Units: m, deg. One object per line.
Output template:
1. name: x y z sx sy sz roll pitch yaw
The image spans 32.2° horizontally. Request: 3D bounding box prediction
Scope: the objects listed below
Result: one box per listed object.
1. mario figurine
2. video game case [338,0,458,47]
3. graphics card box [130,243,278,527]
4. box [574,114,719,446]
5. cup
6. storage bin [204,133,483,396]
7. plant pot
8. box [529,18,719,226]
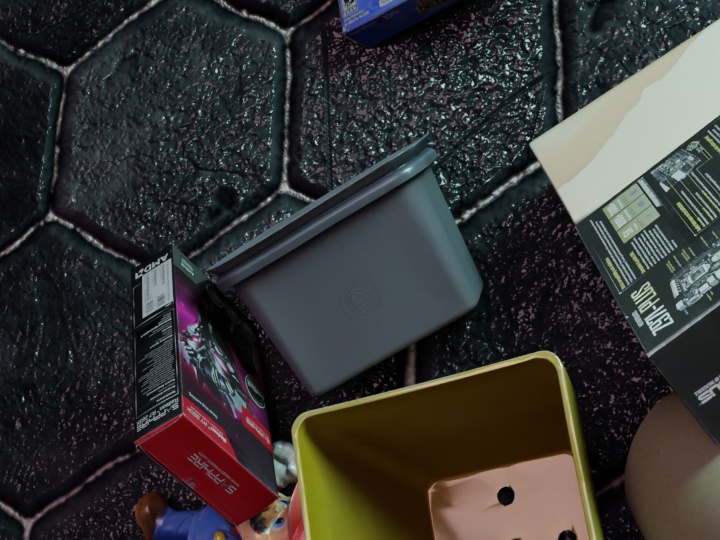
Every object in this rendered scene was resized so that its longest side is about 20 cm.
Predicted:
1. mario figurine: -0.106 0.200 1.013 0.198 0.106 0.125 -11 72 22
2. video game case: 0.057 -0.316 1.067 0.199 0.045 0.184 -21 68 36
3. graphics card box: -0.127 0.087 0.995 0.051 0.126 0.201 -31 38 14
4. box: 0.247 -0.010 0.811 0.163 0.086 0.200 -38 21 12
5. cup: 0.262 0.148 0.833 0.143 0.199 0.202 20 85 50
6. storage bin: 0.000 0.000 1.008 0.199 0.146 0.135 -29 95 14
7. plant pot: 0.086 0.193 0.887 0.198 0.176 0.202 -16 69 18
8. box: 0.238 -0.106 0.942 0.199 0.095 0.078 -32 67 12
